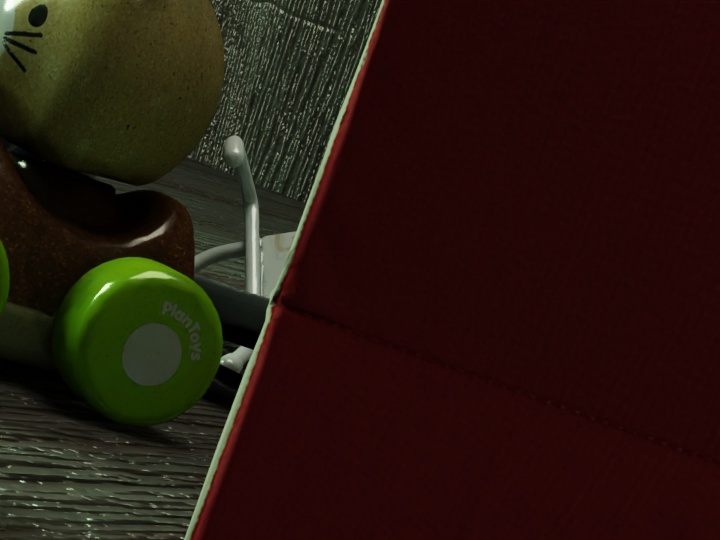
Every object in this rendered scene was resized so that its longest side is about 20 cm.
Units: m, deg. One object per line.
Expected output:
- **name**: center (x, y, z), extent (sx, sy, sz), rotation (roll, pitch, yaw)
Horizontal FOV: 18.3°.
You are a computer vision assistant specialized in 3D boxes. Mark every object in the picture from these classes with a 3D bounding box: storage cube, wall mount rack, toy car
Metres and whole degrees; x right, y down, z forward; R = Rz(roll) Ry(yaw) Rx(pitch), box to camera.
- **storage cube**: center (0.074, 0.032, 0.480), extent (0.179, 0.172, 0.200), rotation (20, 3, 6)
- **wall mount rack**: center (0.000, 0.000, 1.030), extent (0.199, 0.075, 0.174), rotation (-9, 43, 4)
- **toy car**: center (-0.111, -0.070, 0.784), extent (0.157, 0.201, 0.164), rotation (18, 3, -29)

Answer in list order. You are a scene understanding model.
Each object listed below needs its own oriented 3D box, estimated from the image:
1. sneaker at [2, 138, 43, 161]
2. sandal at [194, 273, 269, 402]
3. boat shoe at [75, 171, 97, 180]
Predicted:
- **sneaker**: center (-0.166, -0.090, 1.120), extent (0.200, 0.083, 0.074), rotation (-30, -18, 31)
- **sandal**: center (-0.072, 0.025, 0.916), extent (0.199, 0.043, 0.076), rotation (19, -8, 15)
- **boat shoe**: center (-0.141, -0.025, 1.089), extent (0.072, 0.063, 0.200), rotation (22, 4, 32)
